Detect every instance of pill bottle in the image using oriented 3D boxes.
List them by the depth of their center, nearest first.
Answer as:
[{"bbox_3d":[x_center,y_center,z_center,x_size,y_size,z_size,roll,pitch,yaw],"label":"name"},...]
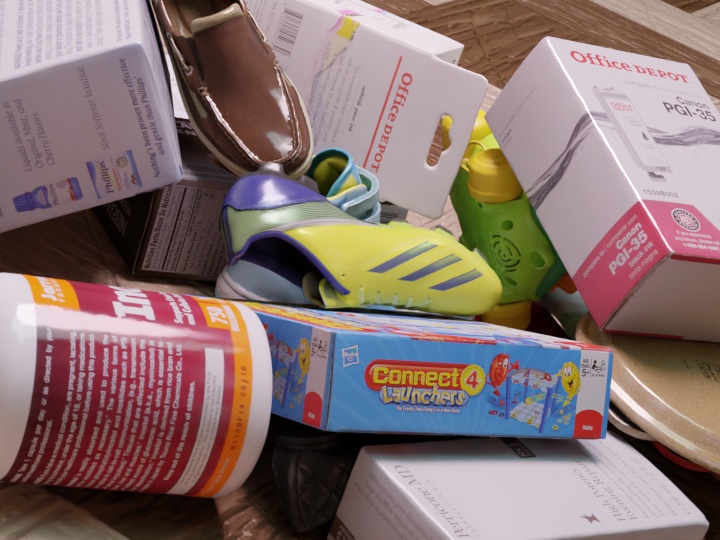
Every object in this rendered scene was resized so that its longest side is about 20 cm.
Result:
[{"bbox_3d":[-0.158,0.062,1.002,0.199,0.113,0.113,8,27,-27],"label":"pill bottle"}]

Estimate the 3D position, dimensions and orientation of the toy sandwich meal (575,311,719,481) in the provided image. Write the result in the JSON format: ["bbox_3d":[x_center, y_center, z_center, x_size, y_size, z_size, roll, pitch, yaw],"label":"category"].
[{"bbox_3d":[0.218,0.093,1.207,0.205,0.070,0.205,22,27,-11],"label":"toy sandwich meal"}]

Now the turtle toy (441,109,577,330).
[{"bbox_3d":[0.118,-0.053,1.364,0.101,0.146,0.200,-11,30,-7],"label":"turtle toy"}]

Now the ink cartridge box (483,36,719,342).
[{"bbox_3d":[0.191,-0.054,1.233,0.146,0.083,0.200,5,46,-36],"label":"ink cartridge box"}]

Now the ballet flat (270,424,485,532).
[{"bbox_3d":[0.013,0.117,1.121,0.066,0.057,0.200,4,4,38],"label":"ballet flat"}]

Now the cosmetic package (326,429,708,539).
[{"bbox_3d":[0.093,0.151,1.063,0.199,0.074,0.102,1,29,-39],"label":"cosmetic package"}]

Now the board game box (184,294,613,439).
[{"bbox_3d":[0.016,0.058,1.123,0.195,0.056,0.200,5,3,-32],"label":"board game box"}]

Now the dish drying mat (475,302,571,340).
[{"bbox_3d":[0.113,0.031,1.398,0.077,0.018,0.200,7,27,-26],"label":"dish drying mat"}]

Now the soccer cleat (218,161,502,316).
[{"bbox_3d":[-0.001,0.000,1.183,0.200,0.065,0.084,21,52,-20],"label":"soccer cleat"}]

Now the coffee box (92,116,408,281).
[{"bbox_3d":[-0.082,-0.049,1.335,0.199,0.080,0.114,6,25,-29],"label":"coffee box"}]

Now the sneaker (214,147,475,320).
[{"bbox_3d":[0.008,-0.016,1.277,0.199,0.131,0.080,6,26,-29],"label":"sneaker"}]

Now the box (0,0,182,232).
[{"bbox_3d":[-0.230,-0.114,1.229,0.199,0.105,0.184,-15,29,-1],"label":"box"}]

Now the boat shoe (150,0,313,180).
[{"bbox_3d":[-0.096,-0.146,1.240,0.075,0.075,0.203,-28,63,-9],"label":"boat shoe"}]

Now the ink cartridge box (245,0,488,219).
[{"bbox_3d":[-0.005,-0.128,1.320,0.200,0.117,0.067,25,21,15],"label":"ink cartridge box"}]

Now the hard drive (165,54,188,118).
[{"bbox_3d":[-0.116,-0.120,1.461,0.200,0.027,0.132,7,38,-47],"label":"hard drive"}]

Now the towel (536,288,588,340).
[{"bbox_3d":[0.220,0.078,1.359,0.149,0.031,0.200,13,27,-31],"label":"towel"}]
